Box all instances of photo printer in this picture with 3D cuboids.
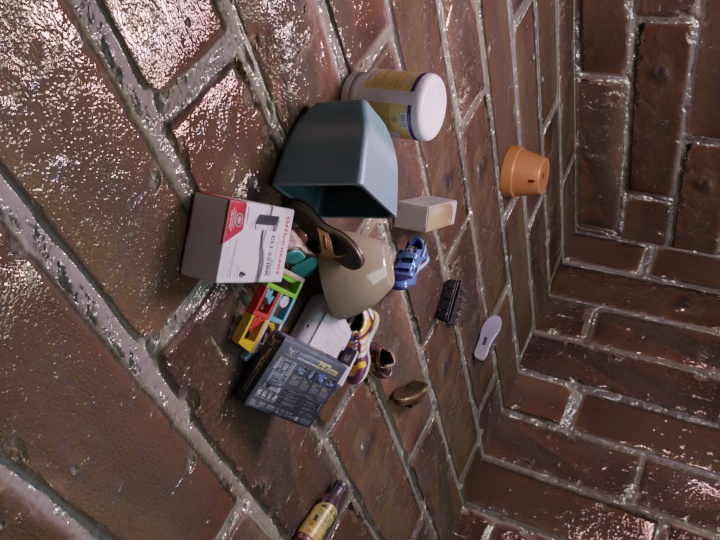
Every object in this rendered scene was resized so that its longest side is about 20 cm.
[{"bbox_3d":[-0.104,0.178,1.595,0.200,0.069,0.166,-62,150,-25],"label":"photo printer"}]

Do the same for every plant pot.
[{"bbox_3d":[0.000,0.000,1.563,0.200,0.134,0.200,-11,90,-78],"label":"plant pot"},{"bbox_3d":[0.630,-0.369,2.674,0.200,0.140,0.200,-33,129,-53],"label":"plant pot"},{"bbox_3d":[-0.035,-0.231,1.429,0.196,0.196,0.200,34,61,-61],"label":"plant pot"}]

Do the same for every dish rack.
[{"bbox_3d":[0.321,0.118,2.398,0.200,0.055,0.154,32,74,-62],"label":"dish rack"}]

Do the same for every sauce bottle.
[{"bbox_3d":[-0.097,0.629,1.820,0.200,0.066,0.066,-52,144,-41],"label":"sauce bottle"}]

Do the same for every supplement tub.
[{"bbox_3d":[0.072,-0.365,1.543,0.145,0.200,0.146,-35,132,-52],"label":"supplement tub"}]

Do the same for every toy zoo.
[{"bbox_3d":[-0.188,0.089,1.411,0.200,0.020,0.131,-64,156,-4],"label":"toy zoo"}]

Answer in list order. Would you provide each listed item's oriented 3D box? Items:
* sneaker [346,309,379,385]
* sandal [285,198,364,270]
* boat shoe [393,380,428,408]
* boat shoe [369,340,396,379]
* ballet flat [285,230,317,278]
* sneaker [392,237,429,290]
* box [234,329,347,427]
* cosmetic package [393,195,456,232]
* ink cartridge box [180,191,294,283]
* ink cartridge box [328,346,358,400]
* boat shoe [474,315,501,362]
[{"bbox_3d":[-0.015,0.187,1.779,0.090,0.075,0.200,27,71,-54],"label":"sneaker"},{"bbox_3d":[-0.080,-0.065,1.431,0.200,0.082,0.055,43,55,-10],"label":"sandal"},{"bbox_3d":[0.157,0.396,2.190,0.200,0.072,0.068,-6,105,-64],"label":"boat shoe"},{"bbox_3d":[0.062,0.252,1.941,0.072,0.072,0.200,-63,150,-25],"label":"boat shoe"},{"bbox_3d":[-0.132,-0.040,1.439,0.200,0.068,0.067,76,-9,-74],"label":"ballet flat"},{"bbox_3d":[0.132,-0.018,1.961,0.200,0.074,0.082,-56,145,-48],"label":"sneaker"},{"bbox_3d":[-0.141,0.228,1.466,0.200,0.051,0.158,32,91,-44],"label":"box"},{"bbox_3d":[0.181,-0.159,1.954,0.200,0.105,0.071,-18,118,-57],"label":"cosmetic package"},{"bbox_3d":[-0.215,-0.055,1.264,0.200,0.084,0.144,1,102,-64],"label":"ink cartridge box"},{"bbox_3d":[-0.058,0.255,1.701,0.095,0.037,0.200,-62,180,-26],"label":"ink cartridge box"},{"bbox_3d":[0.507,0.274,2.819,0.200,0.069,0.057,-61,158,-17],"label":"boat shoe"}]
